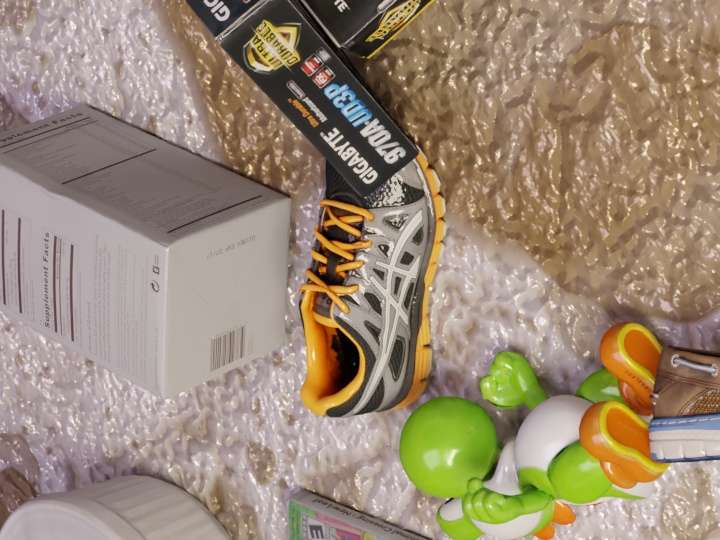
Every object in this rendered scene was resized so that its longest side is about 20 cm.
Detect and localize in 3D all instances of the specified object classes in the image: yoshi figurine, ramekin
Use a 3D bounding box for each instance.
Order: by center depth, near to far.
[{"bbox_3d":[0.090,0.098,1.406,0.200,0.112,0.112,-36,69,49],"label":"yoshi figurine"},{"bbox_3d":[-0.159,0.236,1.715,0.202,0.094,0.203,20,122,37],"label":"ramekin"}]

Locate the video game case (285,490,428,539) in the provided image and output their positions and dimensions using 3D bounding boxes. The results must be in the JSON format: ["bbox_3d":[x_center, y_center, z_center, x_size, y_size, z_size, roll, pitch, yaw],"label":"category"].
[{"bbox_3d":[0.026,0.260,1.596,0.182,0.022,0.200,18,120,39],"label":"video game case"}]

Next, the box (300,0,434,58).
[{"bbox_3d":[-0.005,-0.241,1.325,0.160,0.049,0.200,-41,76,11],"label":"box"}]

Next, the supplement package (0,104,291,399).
[{"bbox_3d":[-0.155,-0.016,1.581,0.200,0.114,0.110,25,123,36],"label":"supplement package"}]

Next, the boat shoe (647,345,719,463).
[{"bbox_3d":[0.234,0.058,1.261,0.200,0.072,0.073,-8,84,34],"label":"boat shoe"}]

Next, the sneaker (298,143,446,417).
[{"bbox_3d":[0.000,0.000,1.464,0.078,0.077,0.200,15,116,42],"label":"sneaker"}]

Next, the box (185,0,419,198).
[{"bbox_3d":[-0.057,-0.144,1.360,0.046,0.200,0.159,-39,57,4],"label":"box"}]
